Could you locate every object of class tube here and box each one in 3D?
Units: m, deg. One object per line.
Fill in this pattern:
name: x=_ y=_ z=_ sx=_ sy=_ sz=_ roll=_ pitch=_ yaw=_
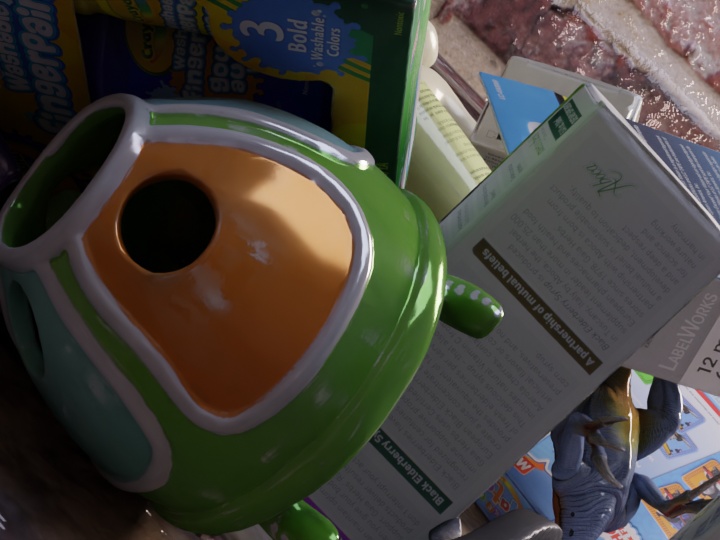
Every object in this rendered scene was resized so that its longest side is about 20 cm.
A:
tube: x=0.020 y=-0.057 z=0.818 sx=0.200 sy=0.052 sz=0.058 roll=47 pitch=52 yaw=6

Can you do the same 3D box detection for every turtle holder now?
turtle holder: x=-0.053 y=0.000 z=0.630 sx=0.132 sy=0.141 sz=0.186 roll=38 pitch=14 yaw=-24

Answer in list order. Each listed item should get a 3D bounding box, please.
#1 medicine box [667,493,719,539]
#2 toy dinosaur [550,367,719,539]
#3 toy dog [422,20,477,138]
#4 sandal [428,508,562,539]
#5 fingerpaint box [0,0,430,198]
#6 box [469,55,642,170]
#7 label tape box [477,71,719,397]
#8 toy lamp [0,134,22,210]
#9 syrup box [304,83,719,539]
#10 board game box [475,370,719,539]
medicine box: x=0.137 y=0.141 z=0.653 sx=0.103 sy=0.200 sz=0.182 roll=49 pitch=11 yaw=10
toy dinosaur: x=0.127 y=0.103 z=0.934 sx=0.105 sy=0.182 sz=0.200 roll=31 pitch=-17 yaw=-13
toy dog: x=-0.014 y=-0.072 z=1.064 sx=0.193 sy=0.140 sz=0.200 roll=24 pitch=19 yaw=-26
sandal: x=0.029 y=0.119 z=0.684 sx=0.043 sy=0.077 sz=0.200 roll=24 pitch=2 yaw=22
fingerpaint box: x=-0.060 y=-0.084 z=0.675 sx=0.165 sy=0.074 sz=0.200 roll=11 pitch=-25 yaw=2
box: x=0.103 y=-0.025 z=1.067 sx=0.082 sy=0.069 sz=0.201 roll=20 pitch=-32 yaw=11
label tape box: x=0.145 y=-0.010 z=0.902 sx=0.199 sy=0.066 sz=0.144 roll=16 pitch=29 yaw=-18
toy lamp: x=-0.198 y=-0.091 z=0.646 sx=0.200 sy=0.058 sz=0.058 roll=46 pitch=11 yaw=0
syrup box: x=0.045 y=0.026 z=0.733 sx=0.081 sy=0.200 sz=0.079 roll=46 pitch=10 yaw=-6
board game box: x=0.145 y=0.096 z=1.016 sx=0.199 sy=0.037 sz=0.152 roll=-14 pitch=53 yaw=-38
